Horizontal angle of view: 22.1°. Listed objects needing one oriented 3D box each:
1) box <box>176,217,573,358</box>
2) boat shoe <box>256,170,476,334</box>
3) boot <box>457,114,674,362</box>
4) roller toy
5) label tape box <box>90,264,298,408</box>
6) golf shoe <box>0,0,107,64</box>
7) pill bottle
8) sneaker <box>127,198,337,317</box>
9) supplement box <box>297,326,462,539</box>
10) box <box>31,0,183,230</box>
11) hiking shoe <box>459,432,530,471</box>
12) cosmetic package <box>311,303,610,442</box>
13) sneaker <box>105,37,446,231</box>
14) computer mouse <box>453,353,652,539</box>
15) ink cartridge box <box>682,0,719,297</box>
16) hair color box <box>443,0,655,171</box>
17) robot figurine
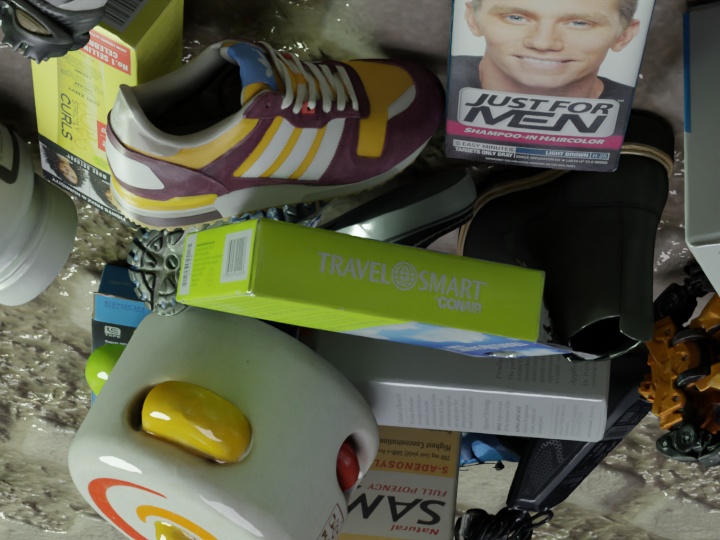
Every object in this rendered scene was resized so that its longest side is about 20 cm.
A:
[{"bbox_3d":[0.009,0.012,1.047,0.199,0.048,0.122,11,173,-24],"label":"box"},{"bbox_3d":[0.000,0.000,1.159,0.199,0.070,0.067,-25,100,31],"label":"boat shoe"},{"bbox_3d":[0.112,0.007,1.112,0.077,0.139,0.200,16,152,-18],"label":"boot"},{"bbox_3d":[-0.090,0.124,1.196,0.182,0.140,0.200,40,153,-23],"label":"roller toy"},{"bbox_3d":[-0.118,0.048,1.322,0.143,0.064,0.200,9,150,-4],"label":"label tape box"},{"bbox_3d":[-0.205,-0.190,0.903,0.199,0.078,0.095,31,107,-10],"label":"golf shoe"},{"bbox_3d":[-0.268,-0.057,1.105,0.110,0.111,0.200,-16,144,36],"label":"pill bottle"},{"bbox_3d":[-0.056,-0.049,1.128,0.200,0.077,0.085,-35,170,31],"label":"sneaker"},{"bbox_3d":[0.008,0.145,1.324,0.125,0.201,0.074,4,159,4],"label":"supplement box"},{"bbox_3d":[-0.142,-0.102,1.038,0.075,0.050,0.200,30,153,8],"label":"box"},{"bbox_3d":[0.042,0.139,1.414,0.199,0.087,0.074,7,178,5],"label":"hiking shoe"},{"bbox_3d":[0.070,0.051,1.247,0.199,0.102,0.074,4,151,7],"label":"cosmetic package"},{"bbox_3d":[-0.039,-0.086,0.988,0.199,0.075,0.090,-20,147,-20],"label":"sneaker"},{"bbox_3d":[0.143,0.127,1.342,0.200,0.053,0.138,-47,160,8],"label":"computer mouse"},{"bbox_3d":[0.240,-0.035,0.994,0.085,0.147,0.200,-10,148,26],"label":"ink cartridge box"},{"bbox_3d":[0.095,-0.129,0.943,0.099,0.061,0.200,5,152,3],"label":"hair color box"},{"bbox_3d":[0.257,0.044,1.154,0.058,0.146,0.200,23,141,-33],"label":"robot figurine"}]
